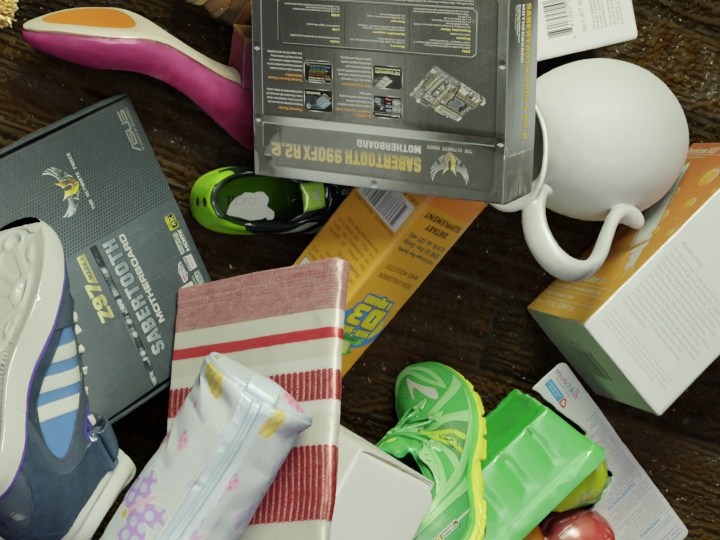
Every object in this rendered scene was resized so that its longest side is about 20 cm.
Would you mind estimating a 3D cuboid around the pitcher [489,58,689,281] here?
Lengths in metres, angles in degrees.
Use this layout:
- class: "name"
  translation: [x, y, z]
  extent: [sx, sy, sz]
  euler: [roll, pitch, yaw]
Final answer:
- class: "pitcher"
  translation: [0.166, -0.074, 1.228]
  extent: [0.199, 0.121, 0.173]
  euler: [-5, 68, -46]

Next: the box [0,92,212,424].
- class: "box"
  translation: [-0.189, -0.005, 1.170]
  extent: [0.157, 0.051, 0.202]
  euler: [-33, 103, -45]

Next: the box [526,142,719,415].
- class: "box"
  translation: [0.247, 0.002, 1.291]
  extent: [0.200, 0.124, 0.098]
  euler: [-44, 103, -9]

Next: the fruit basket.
- class: "fruit basket"
  translation: [0.144, 0.201, 1.310]
  extent: [0.185, 0.094, 0.200]
  euler: [-43, 119, -8]

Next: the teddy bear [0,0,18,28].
- class: "teddy bear"
  translation: [-0.335, -0.176, 1.149]
  extent: [0.198, 0.067, 0.147]
  euler: [-17, 96, -14]

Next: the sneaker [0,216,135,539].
- class: "sneaker"
  translation: [-0.202, 0.084, 1.081]
  extent: [0.147, 0.080, 0.202]
  euler: [47, 39, -51]

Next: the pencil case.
- class: "pencil case"
  translation: [-0.112, 0.152, 1.058]
  extent: [0.083, 0.091, 0.201]
  euler: [32, 90, 11]

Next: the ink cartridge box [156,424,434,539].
- class: "ink cartridge box"
  translation: [-0.063, 0.166, 1.172]
  extent: [0.083, 0.199, 0.148]
  euler: [32, 85, -40]

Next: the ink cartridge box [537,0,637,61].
- class: "ink cartridge box"
  translation: [0.093, -0.225, 1.253]
  extent: [0.198, 0.084, 0.148]
  euler: [-13, 98, -13]

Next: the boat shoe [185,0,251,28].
- class: "boat shoe"
  translation: [-0.057, -0.271, 1.220]
  extent: [0.067, 0.072, 0.201]
  euler: [32, 93, -24]

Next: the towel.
- class: "towel"
  translation: [-0.071, 0.097, 1.124]
  extent: [0.023, 0.143, 0.202]
  euler: [28, 58, -51]

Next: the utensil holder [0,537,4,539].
- class: "utensil holder"
  translation: [-0.305, 0.101, 1.126]
  extent: [0.169, 0.170, 0.202]
  euler: [-28, 103, -12]

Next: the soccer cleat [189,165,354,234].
- class: "soccer cleat"
  translation: [-0.027, -0.056, 1.234]
  extent: [0.198, 0.081, 0.068]
  euler: [-7, 96, -15]

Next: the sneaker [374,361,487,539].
- class: "sneaker"
  translation: [0.045, 0.134, 1.214]
  extent: [0.083, 0.201, 0.074]
  euler: [28, 122, -24]

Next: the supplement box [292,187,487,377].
- class: "supplement box"
  translation: [0.000, 0.000, 1.212]
  extent: [0.200, 0.069, 0.066]
  euler: [-50, 144, 15]

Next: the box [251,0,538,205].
- class: "box"
  translation: [0.021, -0.136, 1.121]
  extent: [0.198, 0.048, 0.160]
  euler: [8, 107, 28]

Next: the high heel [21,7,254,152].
- class: "high heel"
  translation: [-0.149, -0.134, 1.203]
  extent: [0.198, 0.067, 0.097]
  euler: [0, 117, -25]
